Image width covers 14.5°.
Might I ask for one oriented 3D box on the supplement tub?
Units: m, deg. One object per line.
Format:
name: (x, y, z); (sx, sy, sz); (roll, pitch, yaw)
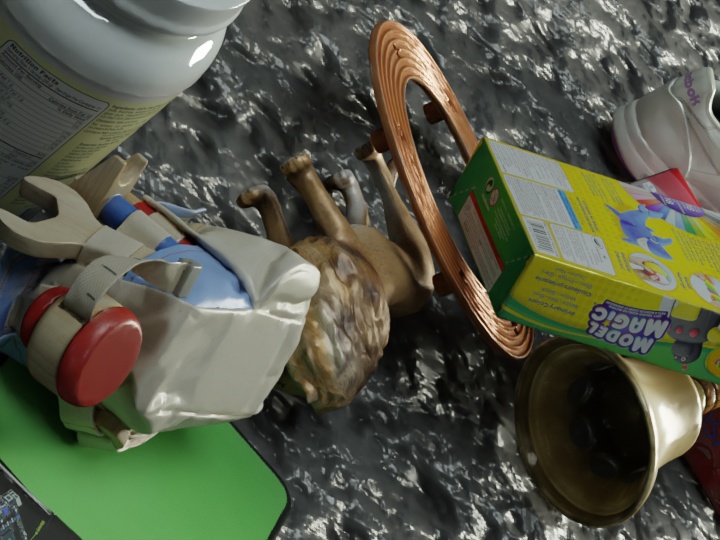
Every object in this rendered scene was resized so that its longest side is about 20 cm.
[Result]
supplement tub: (-0.151, -0.117, 1.290); (0.145, 0.200, 0.146); (30, 41, -30)

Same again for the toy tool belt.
toy tool belt: (-0.116, 0.012, 1.264); (0.123, 0.125, 0.200); (33, 14, 23)

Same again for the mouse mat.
mouse mat: (-0.104, 0.087, 1.307); (0.161, 0.008, 0.200); (49, 23, -7)

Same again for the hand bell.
hand bell: (0.191, 0.068, 1.575); (0.199, 0.104, 0.105); (-14, 72, -40)

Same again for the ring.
ring: (0.046, -0.043, 1.559); (0.201, 0.019, 0.201); (58, 19, -32)

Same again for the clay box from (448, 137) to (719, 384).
clay box: (0.153, 0.003, 1.507); (0.199, 0.048, 0.115); (18, 29, -24)

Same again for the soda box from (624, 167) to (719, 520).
soda box: (0.203, 0.043, 1.682); (0.063, 0.070, 0.201); (-19, 76, -55)

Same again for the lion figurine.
lion figurine: (0.000, 0.000, 1.483); (0.200, 0.072, 0.123); (-21, 81, -57)

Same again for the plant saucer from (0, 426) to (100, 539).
plant saucer: (-0.182, 0.144, 1.179); (0.200, 0.037, 0.201); (31, 41, -30)

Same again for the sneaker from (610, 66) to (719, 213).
sneaker: (0.255, -0.064, 1.808); (0.199, 0.099, 0.075); (28, 40, -35)

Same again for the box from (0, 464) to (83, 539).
box: (-0.203, 0.127, 1.101); (0.193, 0.047, 0.200); (46, 35, -15)
